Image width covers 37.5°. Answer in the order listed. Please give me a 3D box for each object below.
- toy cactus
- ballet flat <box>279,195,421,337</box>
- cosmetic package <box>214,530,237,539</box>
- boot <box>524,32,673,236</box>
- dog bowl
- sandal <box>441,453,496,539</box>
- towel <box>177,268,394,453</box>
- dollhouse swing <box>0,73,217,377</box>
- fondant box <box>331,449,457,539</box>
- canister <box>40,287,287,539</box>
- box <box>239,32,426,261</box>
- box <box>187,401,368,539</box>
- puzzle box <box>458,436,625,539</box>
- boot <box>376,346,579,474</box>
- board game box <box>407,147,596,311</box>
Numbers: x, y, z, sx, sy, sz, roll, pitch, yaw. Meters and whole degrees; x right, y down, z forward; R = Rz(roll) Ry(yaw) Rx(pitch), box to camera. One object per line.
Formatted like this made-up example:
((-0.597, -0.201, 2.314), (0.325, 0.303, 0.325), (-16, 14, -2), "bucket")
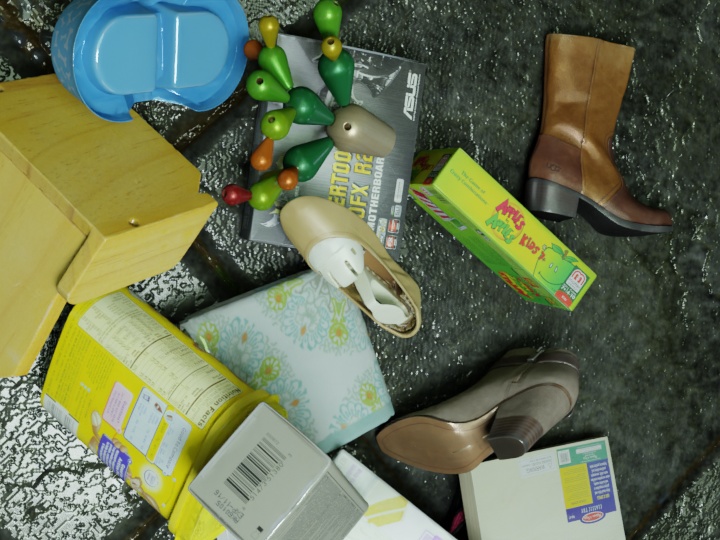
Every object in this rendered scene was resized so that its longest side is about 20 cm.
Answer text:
((-0.044, -0.141, 0.983), (0.164, 0.102, 0.202), (18, 86, -37), "toy cactus")
((0.000, 0.000, 1.013), (0.068, 0.063, 0.200), (-34, 132, 21), "ballet flat")
((-0.100, 0.281, 1.057), (0.082, 0.051, 0.202), (-19, 100, -16), "cosmetic package")
((0.270, -0.144, 1.157), (0.187, 0.068, 0.202), (11, 83, -12), "boot")
((-0.186, -0.197, 0.943), (0.199, 0.049, 0.112), (-18, 122, -47), "dog bowl")
((0.121, 0.279, 1.135), (0.075, 0.045, 0.201), (34, 83, -17), "sandal")
((-0.069, 0.097, 1.023), (0.199, 0.048, 0.173), (-22, 97, -35), "towel")
((-0.266, -0.035, 0.923), (0.181, 0.200, 0.177), (-24, 148, -50), "dollhouse swing")
((0.015, 0.288, 1.012), (0.199, 0.058, 0.145), (38, 77, 1), "fondant box")
((-0.178, 0.122, 0.932), (0.199, 0.086, 0.149), (36, 117, 19), "canister")
((-0.027, -0.119, 1.050), (0.157, 0.048, 0.202), (8, 92, -20), "box")
((-0.062, 0.192, 0.892), (0.078, 0.200, 0.095), (37, 77, 21), "box")
((0.197, 0.258, 1.131), (0.199, 0.025, 0.134), (-4, 81, -32), "puzzle box")
((0.130, 0.137, 1.101), (0.146, 0.199, 0.071), (-50, 126, -45), "boot")
((0.138, -0.042, 1.085), (0.200, 0.101, 0.048), (40, 82, -18), "board game box")
